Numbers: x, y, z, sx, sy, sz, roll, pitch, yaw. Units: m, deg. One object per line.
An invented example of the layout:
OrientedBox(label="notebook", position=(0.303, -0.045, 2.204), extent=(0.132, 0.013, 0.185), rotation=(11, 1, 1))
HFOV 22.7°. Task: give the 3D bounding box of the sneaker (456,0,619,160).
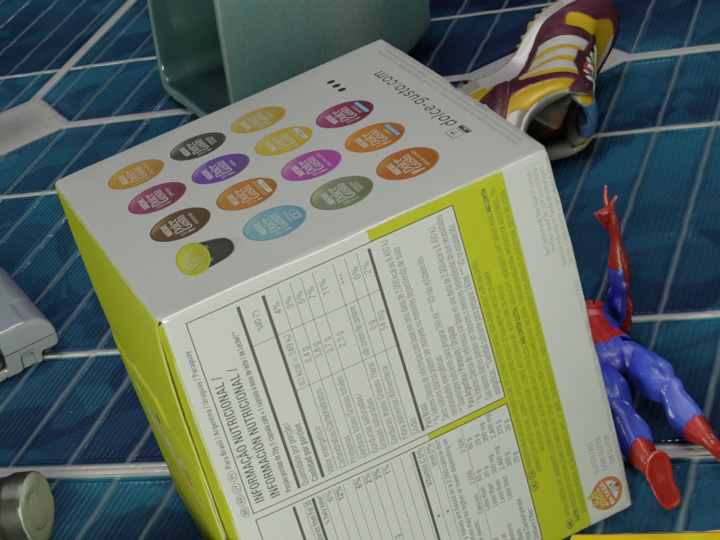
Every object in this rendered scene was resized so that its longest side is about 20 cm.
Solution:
OrientedBox(label="sneaker", position=(0.141, -0.124, 1.252), extent=(0.090, 0.075, 0.200), rotation=(19, 50, 37))

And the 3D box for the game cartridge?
OrientedBox(label="game cartridge", position=(-0.312, 0.061, 1.194), extent=(0.199, 0.042, 0.133), rotation=(-26, 33, -18))

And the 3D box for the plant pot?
OrientedBox(label="plant pot", position=(-0.056, -0.240, 1.450), extent=(0.199, 0.198, 0.196), rotation=(-17, 26, -19))

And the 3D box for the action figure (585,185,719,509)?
OrientedBox(label="action figure", position=(0.133, 0.030, 0.939), extent=(0.065, 0.100, 0.200), rotation=(-19, 25, -8))

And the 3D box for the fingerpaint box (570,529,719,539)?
OrientedBox(label="fingerpaint box", position=(0.099, 0.205, 0.516), extent=(0.073, 0.201, 0.167), rotation=(-5, 29, 20))

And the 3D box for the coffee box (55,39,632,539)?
OrientedBox(label="coffee box", position=(-0.012, 0.034, 0.894), extent=(0.197, 0.201, 0.200), rotation=(-24, 28, -13))

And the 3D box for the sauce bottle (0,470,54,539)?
OrientedBox(label="sauce bottle", position=(-0.266, 0.141, 0.989), extent=(0.198, 0.065, 0.065), rotation=(-6, 29, 18))
